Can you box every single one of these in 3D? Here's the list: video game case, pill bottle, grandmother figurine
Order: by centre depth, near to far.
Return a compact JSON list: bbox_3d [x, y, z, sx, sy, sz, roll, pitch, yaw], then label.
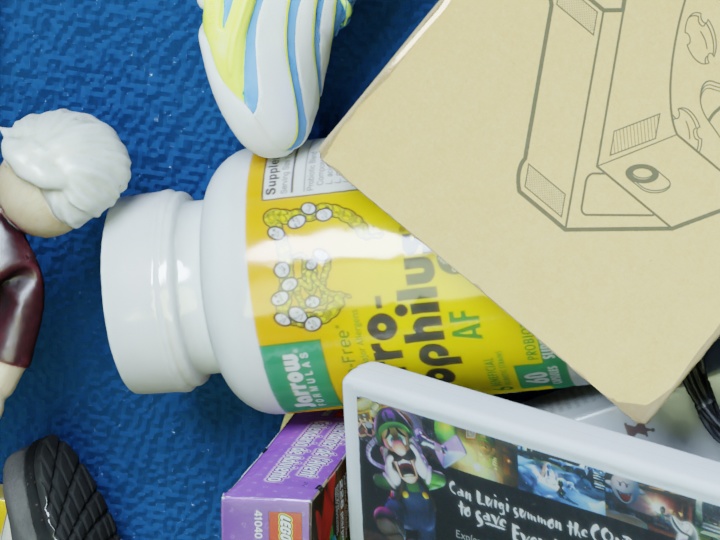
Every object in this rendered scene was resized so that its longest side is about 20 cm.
[{"bbox_3d":[0.081,0.141,1.041,0.200,0.023,0.182,15,120,34],"label":"video game case"},{"bbox_3d":[-0.176,0.005,1.106,0.200,0.061,0.121,-40,93,12],"label":"grandmother figurine"},{"bbox_3d":[0.000,0.000,1.109,0.199,0.113,0.113,-5,105,10],"label":"pill bottle"}]

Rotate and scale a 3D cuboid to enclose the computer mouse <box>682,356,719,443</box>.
[{"bbox_3d":[0.146,-0.025,1.085,0.058,0.034,0.201,2,76,-8],"label":"computer mouse"}]

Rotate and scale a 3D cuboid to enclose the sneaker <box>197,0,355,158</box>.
[{"bbox_3d":[-0.006,-0.145,1.064,0.105,0.076,0.201,0,90,21],"label":"sneaker"}]

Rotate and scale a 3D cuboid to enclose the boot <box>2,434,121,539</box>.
[{"bbox_3d":[-0.165,0.177,1.187,0.131,0.070,0.200,-9,100,15],"label":"boot"}]

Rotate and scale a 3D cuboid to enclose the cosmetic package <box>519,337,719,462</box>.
[{"bbox_3d":[0.132,0.089,1.115,0.200,0.074,0.102,-19,97,4],"label":"cosmetic package"}]

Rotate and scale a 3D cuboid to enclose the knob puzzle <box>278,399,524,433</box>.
[{"bbox_3d":[0.045,0.149,1.185,0.219,0.030,0.220,1,101,6],"label":"knob puzzle"}]

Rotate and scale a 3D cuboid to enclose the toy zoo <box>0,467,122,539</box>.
[{"bbox_3d":[-0.175,0.175,1.232,0.131,0.020,0.200,16,107,4],"label":"toy zoo"}]

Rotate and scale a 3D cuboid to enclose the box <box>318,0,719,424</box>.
[{"bbox_3d":[0.108,-0.069,1.018,0.163,0.021,0.200,40,98,2],"label":"box"}]

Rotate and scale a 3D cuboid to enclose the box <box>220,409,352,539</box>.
[{"bbox_3d":[-0.022,0.169,1.110,0.039,0.137,0.201,2,103,10],"label":"box"}]
